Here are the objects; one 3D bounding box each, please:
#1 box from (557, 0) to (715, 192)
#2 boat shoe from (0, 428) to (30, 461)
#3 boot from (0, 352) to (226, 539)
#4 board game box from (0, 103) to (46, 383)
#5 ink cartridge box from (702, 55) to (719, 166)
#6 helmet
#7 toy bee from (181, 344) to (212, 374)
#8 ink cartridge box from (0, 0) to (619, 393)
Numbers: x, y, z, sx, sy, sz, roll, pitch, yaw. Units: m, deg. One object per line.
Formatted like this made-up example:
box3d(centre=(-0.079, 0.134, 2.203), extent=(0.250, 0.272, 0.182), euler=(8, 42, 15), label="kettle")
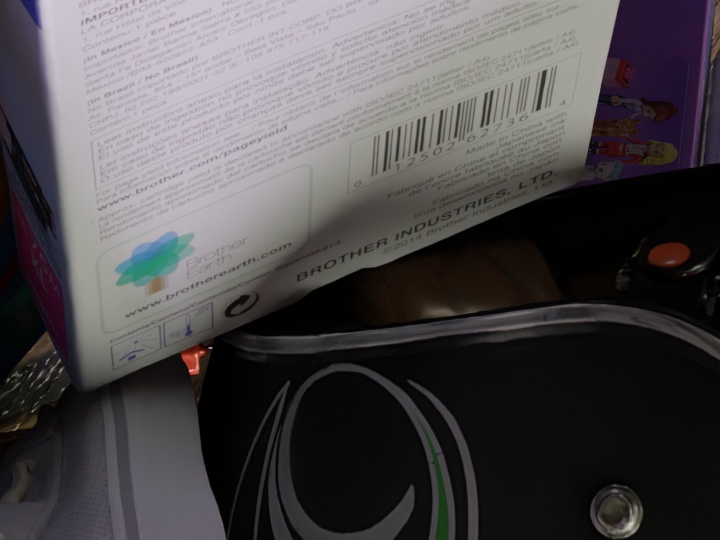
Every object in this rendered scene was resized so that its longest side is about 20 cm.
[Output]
box3d(centre=(0.079, -0.031, 0.834), extent=(0.137, 0.039, 0.200), euler=(88, 10, -50), label="box")
box3d(centre=(-0.119, 0.085, 0.683), extent=(0.200, 0.072, 0.068), euler=(-35, 158, -46), label="boat shoe")
box3d(centre=(-0.081, 0.057, 0.586), extent=(0.200, 0.095, 0.074), euler=(-139, -129, -80), label="boot")
box3d(centre=(-0.090, -0.025, 0.580), extent=(0.200, 0.045, 0.152), euler=(-50, 164, -10), label="board game box")
box3d(centre=(0.131, 0.040, 0.862), extent=(0.200, 0.043, 0.198), euler=(-66, 150, -62), label="ink cartridge box")
box3d(centre=(0.061, 0.085, 0.635), extent=(0.200, 0.200, 0.191), euler=(-27, 108, -56), label="helmet")
box3d(centre=(0.000, 0.000, 0.825), extent=(0.200, 0.109, 0.131), euler=(-33, 126, -79), label="toy bee")
box3d(centre=(-0.008, -0.055, 0.521), extent=(0.119, 0.042, 0.200), euler=(-23, 158, -14), label="ink cartridge box")
